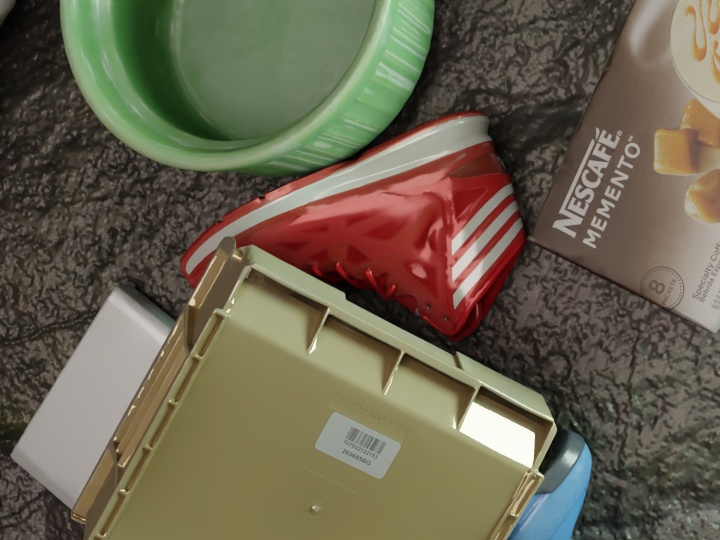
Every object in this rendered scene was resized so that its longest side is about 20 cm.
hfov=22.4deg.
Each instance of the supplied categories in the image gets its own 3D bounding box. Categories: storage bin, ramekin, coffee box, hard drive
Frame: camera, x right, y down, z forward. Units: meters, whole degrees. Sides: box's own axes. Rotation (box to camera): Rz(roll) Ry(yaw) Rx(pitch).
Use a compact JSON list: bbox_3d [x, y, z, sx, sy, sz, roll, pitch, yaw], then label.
[{"bbox_3d":[-0.027,0.110,0.985,0.199,0.094,0.199,27,103,-11],"label":"storage bin"},{"bbox_3d":[-0.055,-0.146,0.997,0.198,0.098,0.202,-3,82,23],"label":"ramekin"},{"bbox_3d":[0.184,-0.083,0.944,0.114,0.080,0.201,28,102,18],"label":"coffee box"},{"bbox_3d":[-0.101,0.121,1.090,0.200,0.027,0.132,38,106,12],"label":"hard drive"}]

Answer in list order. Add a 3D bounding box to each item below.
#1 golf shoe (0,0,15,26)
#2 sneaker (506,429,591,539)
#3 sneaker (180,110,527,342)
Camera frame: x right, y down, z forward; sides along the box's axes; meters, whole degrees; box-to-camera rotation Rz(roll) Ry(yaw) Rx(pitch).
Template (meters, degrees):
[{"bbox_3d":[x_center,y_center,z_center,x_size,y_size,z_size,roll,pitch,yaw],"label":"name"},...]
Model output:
[{"bbox_3d":[-0.259,-0.096,1.112,0.094,0.078,0.200,43,109,-7],"label":"golf shoe"},{"bbox_3d":[0.088,0.184,1.015,0.078,0.066,0.201,28,102,-1],"label":"sneaker"},{"bbox_3d":[0.000,0.000,1.019,0.199,0.078,0.116,-25,85,21],"label":"sneaker"}]
